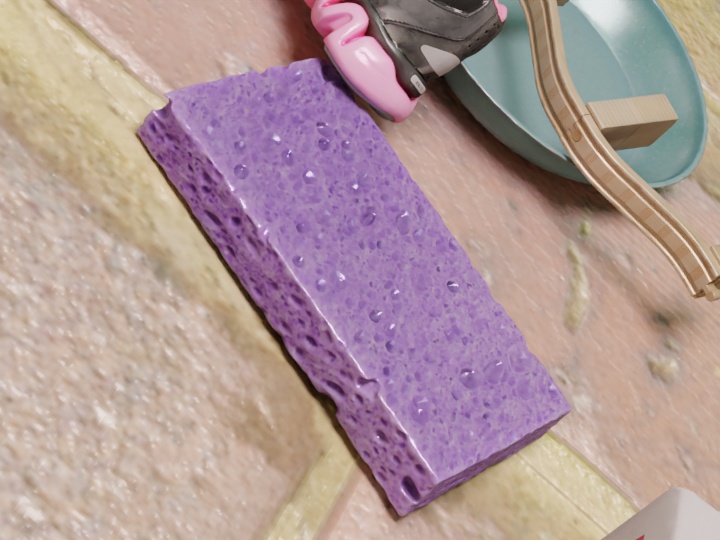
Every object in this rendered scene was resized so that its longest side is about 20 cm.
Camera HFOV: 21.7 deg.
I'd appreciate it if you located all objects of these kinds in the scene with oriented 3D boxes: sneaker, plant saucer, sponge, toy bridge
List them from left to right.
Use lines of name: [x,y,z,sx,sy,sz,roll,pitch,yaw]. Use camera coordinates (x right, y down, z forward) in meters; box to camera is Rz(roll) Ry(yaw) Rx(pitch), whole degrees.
sponge: [0.000,0.000,0.810,0.111,0.030,0.201,-22,73,-50]
sneaker: [0.005,-0.171,0.891,0.201,0.095,0.079,64,14,20]
plant saucer: [0.098,-0.118,0.994,0.199,0.036,0.201,24,45,-26]
toy bridge: [0.127,-0.071,0.931,0.067,0.027,0.201,-9,64,-43]

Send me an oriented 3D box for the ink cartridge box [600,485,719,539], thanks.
ink cartridge box: [0.099,0.210,0.629,0.144,0.147,0.200,38,39,-11]
